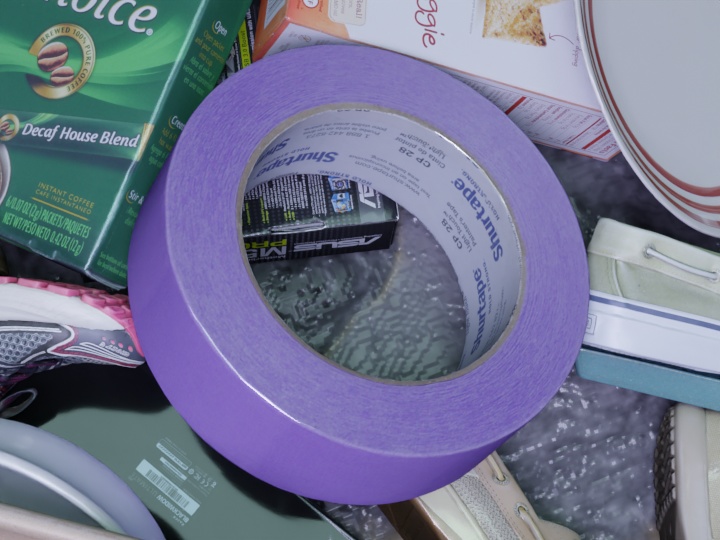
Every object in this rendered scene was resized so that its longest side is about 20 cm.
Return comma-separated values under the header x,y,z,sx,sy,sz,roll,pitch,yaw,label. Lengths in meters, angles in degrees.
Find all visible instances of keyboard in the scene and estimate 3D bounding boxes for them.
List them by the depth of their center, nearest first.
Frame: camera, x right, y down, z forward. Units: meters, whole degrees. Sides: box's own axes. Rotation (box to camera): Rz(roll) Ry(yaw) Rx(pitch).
x,y,z,sx,sy,sz,roll,pitch,yaw,label
-0.076,0.086,0.855,0.200,0.021,0.127,39,80,7,keyboard

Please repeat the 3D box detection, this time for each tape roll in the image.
x,y,z,sx,sy,sz,roll,pitch,yaw,label
0.000,0.000,0.794,0.200,0.066,0.200,10,61,-18,tape roll

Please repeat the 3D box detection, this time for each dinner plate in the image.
x,y,z,sx,sy,sz,roll,pitch,yaw,label
0.162,-0.112,0.879,0.200,0.024,0.201,14,71,-44,dinner plate

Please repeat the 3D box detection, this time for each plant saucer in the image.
x,y,z,sx,sy,sz,roll,pitch,yaw,label
0.196,0.060,0.860,0.200,0.070,0.019,14,100,0,plant saucer

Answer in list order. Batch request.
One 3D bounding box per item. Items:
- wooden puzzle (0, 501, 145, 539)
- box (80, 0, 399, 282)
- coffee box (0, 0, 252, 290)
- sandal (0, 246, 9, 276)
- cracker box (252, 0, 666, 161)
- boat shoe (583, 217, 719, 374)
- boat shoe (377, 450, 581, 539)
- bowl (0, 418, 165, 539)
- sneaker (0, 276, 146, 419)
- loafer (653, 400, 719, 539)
x,y,z,sx,sy,sz,roll,pitch,yaw,label
-0.134,0.168,0.717,0.185,0.200,0.037,14,31,6,wooden puzzle
-0.073,-0.102,0.901,0.160,0.044,0.200,-7,73,-6,box
-0.127,-0.105,0.841,0.123,0.044,0.200,22,86,24,coffee box
-0.266,-0.018,0.837,0.200,0.082,0.055,0,76,1,sandal
0.055,-0.147,0.886,0.200,0.058,0.134,14,69,-19,cracker box
0.195,0.020,0.843,0.200,0.072,0.062,10,98,-19,boat shoe
0.077,0.140,0.822,0.065,0.072,0.200,-33,78,-22,boat shoe
-0.158,0.138,0.774,0.201,0.201,0.090,21,28,3,bowl
-0.185,0.047,0.822,0.200,0.081,0.075,-10,79,18,sneaker
0.176,0.157,0.820,0.068,0.076,0.200,-1,72,2,loafer
